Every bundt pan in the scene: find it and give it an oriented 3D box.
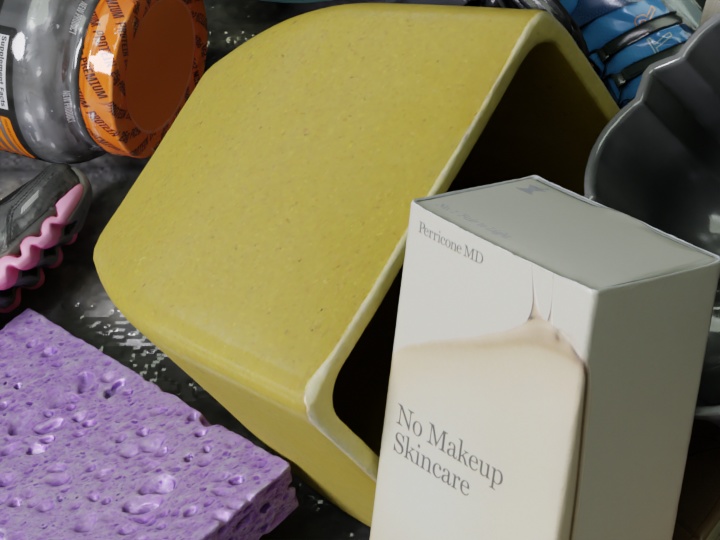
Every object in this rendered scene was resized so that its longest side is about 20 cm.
[{"bbox_3d":[0.187,-0.016,0.894,0.202,0.076,0.202,-22,50,28],"label":"bundt pan"}]

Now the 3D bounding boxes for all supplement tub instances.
[{"bbox_3d":[-0.187,-0.125,1.150,0.200,0.123,0.123,14,69,21],"label":"supplement tub"}]

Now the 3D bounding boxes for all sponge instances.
[{"bbox_3d":[-0.134,0.091,1.035,0.112,0.030,0.200,-37,43,-28],"label":"sponge"}]

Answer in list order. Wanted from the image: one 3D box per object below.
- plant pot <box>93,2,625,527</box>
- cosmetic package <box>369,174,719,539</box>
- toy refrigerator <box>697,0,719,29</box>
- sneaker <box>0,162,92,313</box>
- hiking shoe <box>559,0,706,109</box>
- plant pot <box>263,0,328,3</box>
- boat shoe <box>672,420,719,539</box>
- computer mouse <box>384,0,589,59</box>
[{"bbox_3d":[0.000,0.000,1.003,0.200,0.194,0.196,17,69,40],"label":"plant pot"},{"bbox_3d":[0.065,0.076,0.866,0.073,0.200,0.103,-13,28,-39],"label":"cosmetic package"},{"bbox_3d":[0.224,-0.178,1.046,0.076,0.070,0.200,21,53,10],"label":"toy refrigerator"},{"bbox_3d":[-0.226,0.000,1.112,0.200,0.079,0.095,-38,83,-6],"label":"sneaker"},{"bbox_3d":[0.136,-0.094,1.068,0.200,0.074,0.087,25,73,25],"label":"hiking shoe"},{"bbox_3d":[-0.026,-0.231,1.120,0.200,0.201,0.161,-11,72,11],"label":"plant pot"},{"bbox_3d":[0.100,0.151,0.965,0.200,0.065,0.071,-49,47,-6],"label":"boat shoe"},{"bbox_3d":[0.023,-0.125,1.033,0.046,0.200,0.141,-36,93,-15],"label":"computer mouse"}]
